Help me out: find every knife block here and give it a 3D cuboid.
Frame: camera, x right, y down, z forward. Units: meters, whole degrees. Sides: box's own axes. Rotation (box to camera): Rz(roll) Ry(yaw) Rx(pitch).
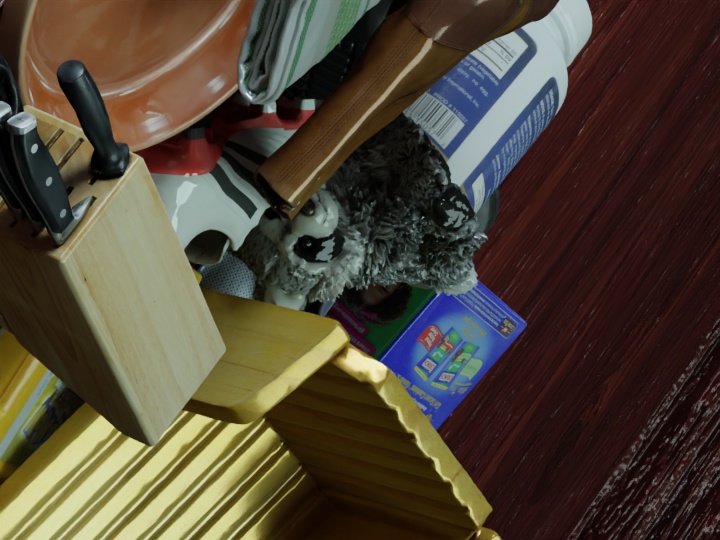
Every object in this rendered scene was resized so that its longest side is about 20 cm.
[{"bbox_3d":[-0.121,-0.016,1.289,0.064,0.200,0.175,-53,-166,-22],"label":"knife block"}]

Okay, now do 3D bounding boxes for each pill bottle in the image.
[{"bbox_3d":[0.060,-0.108,1.840,0.200,0.111,0.111,-50,163,-32],"label":"pill bottle"}]

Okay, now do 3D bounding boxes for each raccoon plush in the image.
[{"bbox_3d":[0.000,0.000,1.676,0.134,0.097,0.200,-33,142,-6],"label":"raccoon plush"}]

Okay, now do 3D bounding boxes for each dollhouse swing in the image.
[{"bbox_3d":[-0.066,0.140,1.556,0.176,0.181,0.200,-54,132,-23],"label":"dollhouse swing"}]

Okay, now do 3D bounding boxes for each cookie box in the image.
[{"bbox_3d":[0.001,0.071,1.965,0.200,0.075,0.171,-49,157,1],"label":"cookie box"}]

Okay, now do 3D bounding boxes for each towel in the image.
[{"bbox_3d":[0.005,-0.178,1.381,0.200,0.031,0.149,-50,164,-52],"label":"towel"}]

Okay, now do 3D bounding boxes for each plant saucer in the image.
[{"bbox_3d":[-0.087,-0.142,1.344,0.200,0.032,0.201,-36,151,-24],"label":"plant saucer"}]

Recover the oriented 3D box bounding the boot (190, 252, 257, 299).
[{"bbox_3d":[-0.100,0.064,1.690,0.090,0.073,0.200,-65,180,-68],"label":"boot"}]

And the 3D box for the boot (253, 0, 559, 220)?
[{"bbox_3d":[0.029,-0.100,1.536,0.200,0.068,0.188,-51,180,1],"label":"boot"}]

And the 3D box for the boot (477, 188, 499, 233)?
[{"bbox_3d":[0.028,-0.001,2.051,0.132,0.070,0.200,-44,156,-30],"label":"boot"}]

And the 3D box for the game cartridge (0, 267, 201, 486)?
[{"bbox_3d":[-0.166,0.067,1.582,0.200,0.032,0.176,-60,166,-3],"label":"game cartridge"}]

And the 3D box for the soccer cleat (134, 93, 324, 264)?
[{"bbox_3d":[-0.073,-0.049,1.558,0.200,0.068,0.085,-26,125,-66],"label":"soccer cleat"}]

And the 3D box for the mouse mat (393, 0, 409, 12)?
[{"bbox_3d":[0.056,-0.221,1.663,0.161,0.008,0.200,155,-40,-81],"label":"mouse mat"}]

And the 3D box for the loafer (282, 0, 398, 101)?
[{"bbox_3d":[0.000,-0.182,1.597,0.200,0.073,0.071,-60,-171,37],"label":"loafer"}]

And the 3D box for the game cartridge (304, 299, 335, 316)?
[{"bbox_3d":[-0.069,0.084,1.783,0.130,0.038,0.200,-58,-173,29],"label":"game cartridge"}]
